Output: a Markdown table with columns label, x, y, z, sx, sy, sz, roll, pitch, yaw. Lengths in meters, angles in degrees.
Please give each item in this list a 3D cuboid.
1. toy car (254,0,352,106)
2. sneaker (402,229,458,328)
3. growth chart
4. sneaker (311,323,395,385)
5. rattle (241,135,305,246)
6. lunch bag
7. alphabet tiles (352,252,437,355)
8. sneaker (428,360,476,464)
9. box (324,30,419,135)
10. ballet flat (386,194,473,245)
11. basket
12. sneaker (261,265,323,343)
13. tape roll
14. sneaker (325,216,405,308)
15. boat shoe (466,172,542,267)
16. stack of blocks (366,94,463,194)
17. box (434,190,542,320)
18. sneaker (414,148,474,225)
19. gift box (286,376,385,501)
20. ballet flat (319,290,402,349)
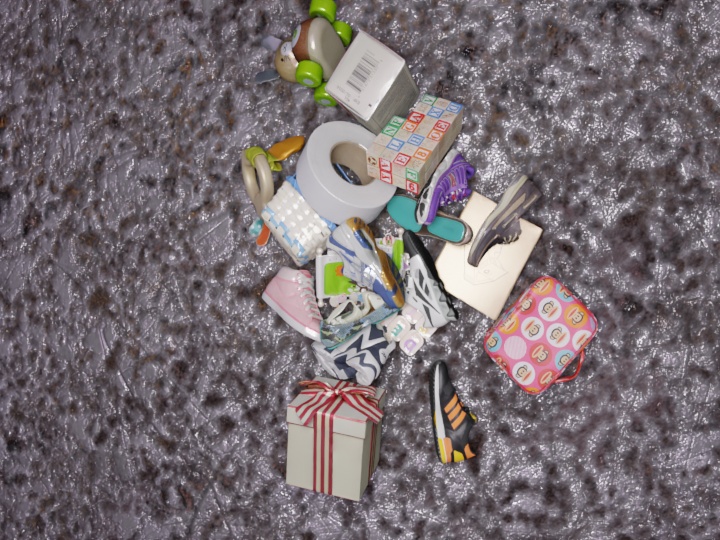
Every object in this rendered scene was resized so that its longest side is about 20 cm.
| label | x | y | z | sx | sy | sz | roll | pitch | yaw |
| --- | --- | --- | --- | --- | --- | --- | --- | --- | --- |
| toy car | -0.135 | -0.446 | 1.267 | 0.195 | 0.157 | 0.169 | 7 | 80 | 25 |
| sneaker | 0.113 | 0.023 | 1.211 | 0.087 | 0.074 | 0.204 | -24 | 92 | 21 |
| growth chart | 0.000 | 0.000 | 1.237 | 0.194 | 0.018 | 0.149 | -11 | 114 | -5 |
| sneaker | -0.006 | 0.155 | 1.265 | 0.129 | 0.197 | 0.081 | -40 | 113 | -29 |
| rattle | -0.182 | -0.173 | 1.331 | 0.128 | 0.141 | 0.206 | -1 | 107 | 44 |
| lunch bag | 0.353 | 0.131 | 1.177 | 0.176 | 0.082 | 0.200 | 44 | 99 | 9 |
| alphabet tiles | 0.069 | 0.073 | 1.279 | 0.200 | 0.015 | 0.196 | 45 | 100 | 9 |
| sneaker | 0.188 | 0.280 | 1.231 | 0.087 | 0.070 | 0.207 | -5 | 89 | -2 |
| box | 0.028 | -0.350 | 1.192 | 0.108 | 0.200 | 0.129 | 36 | 98 | 11 |
| ballet flat | 0.140 | -0.097 | 1.229 | 0.198 | 0.067 | 0.070 | 31 | 106 | 31 |
| basket | -0.095 | -0.127 | 1.257 | 0.199 | 0.139 | 0.177 | -40 | 81 | -5 |
| sneaker | -0.119 | 0.061 | 1.273 | 0.199 | 0.075 | 0.106 | 36 | 94 | 35 |
| tape roll | -0.025 | -0.192 | 1.210 | 0.204 | 0.201 | 0.071 | 51 | 142 | 8 |
| sneaker | 0.011 | -0.005 | 1.190 | 0.087 | 0.076 | 0.202 | -28 | 103 | 25 |
| boat shoe | 0.277 | -0.087 | 1.176 | 0.073 | 0.074 | 0.203 | 34 | 97 | 11 |
| stack of blocks | 0.107 | -0.253 | 1.188 | 0.113 | 0.059 | 0.202 | 23 | 59 | 21 |
| box | 0.249 | -0.030 | 1.230 | 0.161 | 0.021 | 0.204 | 29 | 95 | 11 |
| sneaker | 0.169 | -0.157 | 1.181 | 0.082 | 0.081 | 0.201 | 34 | 55 | 3 |
| gift box | -0.044 | 0.319 | 1.202 | 0.179 | 0.200 | 0.193 | 6 | 101 | 10 |
| ballet flat | 0.003 | 0.080 | 1.212 | 0.197 | 0.074 | 0.075 | -30 | 83 | -23 |
